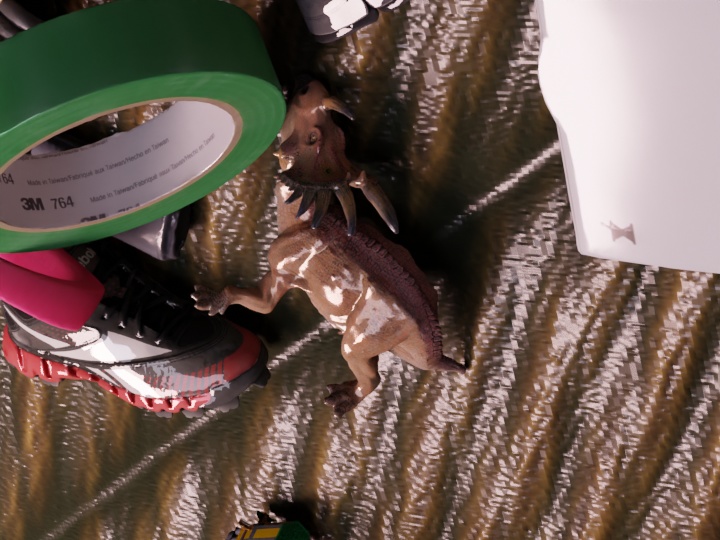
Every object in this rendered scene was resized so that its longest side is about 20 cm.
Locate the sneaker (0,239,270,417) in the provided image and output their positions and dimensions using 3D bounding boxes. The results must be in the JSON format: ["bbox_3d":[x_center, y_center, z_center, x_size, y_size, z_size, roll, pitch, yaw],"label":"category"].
[{"bbox_3d":[-0.150,0.032,1.358,0.199,0.071,0.098,12,134,28],"label":"sneaker"}]

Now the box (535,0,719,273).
[{"bbox_3d":[0.194,-0.109,0.959,0.199,0.131,0.200,8,131,28],"label":"box"}]

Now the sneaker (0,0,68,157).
[{"bbox_3d":[-0.235,-0.147,1.271,0.200,0.071,0.100,39,101,36],"label":"sneaker"}]

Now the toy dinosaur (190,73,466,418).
[{"bbox_3d":[0.000,0.000,1.226,0.200,0.086,0.135,42,131,-13],"label":"toy dinosaur"}]

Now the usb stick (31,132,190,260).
[{"bbox_3d":[-0.193,-0.065,1.331,0.199,0.033,0.056,26,139,14],"label":"usb stick"}]

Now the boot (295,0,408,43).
[{"bbox_3d":[-0.054,-0.170,1.124,0.199,0.070,0.132,-11,124,45],"label":"boot"}]

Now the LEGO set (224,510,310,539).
[{"bbox_3d":[-0.087,0.270,1.452,0.115,0.201,0.154,-9,142,40],"label":"LEGO set"}]

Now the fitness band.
[{"bbox_3d":[-0.235,-0.028,1.286,0.200,0.038,0.143,37,-179,39],"label":"fitness band"}]

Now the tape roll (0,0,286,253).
[{"bbox_3d":[-0.140,-0.075,1.152,0.200,0.199,0.048,-40,66,47],"label":"tape roll"}]

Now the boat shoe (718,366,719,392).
[{"bbox_3d":[0.223,0.067,1.139,0.063,0.071,0.201,4,130,30],"label":"boat shoe"}]
